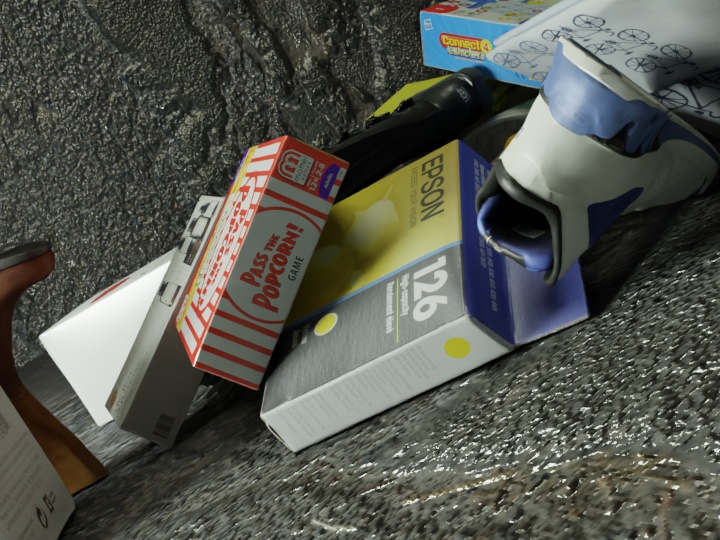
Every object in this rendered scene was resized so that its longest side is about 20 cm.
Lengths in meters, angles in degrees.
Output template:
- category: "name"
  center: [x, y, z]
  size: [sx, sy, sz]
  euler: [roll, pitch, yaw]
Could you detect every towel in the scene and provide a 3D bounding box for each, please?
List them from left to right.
- category: "towel"
  center: [0.090, -0.179, 1.031]
  size: [0.086, 0.018, 0.199]
  euler: [-43, 24, -28]

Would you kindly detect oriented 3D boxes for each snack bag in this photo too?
- category: "snack bag"
  center: [0.201, -0.120, 0.598]
  size: [0.188, 0.199, 0.022]
  euler: [171, 114, -69]

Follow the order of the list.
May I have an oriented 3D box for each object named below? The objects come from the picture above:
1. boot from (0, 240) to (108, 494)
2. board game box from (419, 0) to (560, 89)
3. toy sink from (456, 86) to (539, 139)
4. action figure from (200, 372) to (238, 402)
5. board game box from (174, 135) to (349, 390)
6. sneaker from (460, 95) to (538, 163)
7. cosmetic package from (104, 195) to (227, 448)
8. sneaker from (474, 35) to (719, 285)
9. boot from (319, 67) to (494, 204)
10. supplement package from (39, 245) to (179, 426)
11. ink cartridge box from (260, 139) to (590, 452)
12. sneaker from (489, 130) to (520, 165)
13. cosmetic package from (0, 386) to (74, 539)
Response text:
- category: "boot"
  center: [-0.274, 0.096, 0.813]
  size: [0.188, 0.200, 0.068]
  euler: [-34, 11, 4]
- category: "board game box"
  center: [0.194, -0.234, 0.950]
  size: [0.195, 0.056, 0.200]
  euler: [-28, 33, -32]
- category: "toy sink"
  center: [0.185, -0.188, 1.103]
  size: [0.199, 0.112, 0.130]
  euler: [-30, 10, 3]
- category: "action figure"
  center: [-0.096, 0.046, 0.897]
  size: [0.130, 0.069, 0.200]
  euler: [-39, 4, 10]
- category: "board game box"
  center: [-0.075, -0.012, 0.703]
  size: [0.152, 0.046, 0.200]
  euler: [-68, 14, -2]
- category: "sneaker"
  center: [0.188, -0.142, 0.961]
  size: [0.199, 0.074, 0.118]
  euler: [-18, 19, 16]
- category: "cosmetic package"
  center: [-0.145, 0.038, 0.837]
  size: [0.201, 0.050, 0.082]
  euler: [-66, 21, -5]
- category: "sneaker"
  center: [0.123, -0.054, 0.565]
  size: [0.115, 0.081, 0.199]
  euler: [-52, -25, 18]
- category: "boot"
  center: [0.010, -0.102, 0.931]
  size: [0.200, 0.066, 0.165]
  euler: [-37, -2, -28]
- category: "supplement package"
  center: [-0.213, 0.056, 1.074]
  size: [0.199, 0.120, 0.121]
  euler: [-28, 11, 23]
- category: "ink cartridge box"
  center: [0.035, -0.003, 0.638]
  size: [0.199, 0.047, 0.198]
  euler: [-30, 29, 22]
- category: "sneaker"
  center: [0.140, -0.061, 0.745]
  size: [0.082, 0.078, 0.200]
  euler: [-45, 7, -13]
- category: "cosmetic package"
  center: [-0.338, 0.176, 0.704]
  size: [0.199, 0.166, 0.165]
  euler: [-31, 9, -1]
